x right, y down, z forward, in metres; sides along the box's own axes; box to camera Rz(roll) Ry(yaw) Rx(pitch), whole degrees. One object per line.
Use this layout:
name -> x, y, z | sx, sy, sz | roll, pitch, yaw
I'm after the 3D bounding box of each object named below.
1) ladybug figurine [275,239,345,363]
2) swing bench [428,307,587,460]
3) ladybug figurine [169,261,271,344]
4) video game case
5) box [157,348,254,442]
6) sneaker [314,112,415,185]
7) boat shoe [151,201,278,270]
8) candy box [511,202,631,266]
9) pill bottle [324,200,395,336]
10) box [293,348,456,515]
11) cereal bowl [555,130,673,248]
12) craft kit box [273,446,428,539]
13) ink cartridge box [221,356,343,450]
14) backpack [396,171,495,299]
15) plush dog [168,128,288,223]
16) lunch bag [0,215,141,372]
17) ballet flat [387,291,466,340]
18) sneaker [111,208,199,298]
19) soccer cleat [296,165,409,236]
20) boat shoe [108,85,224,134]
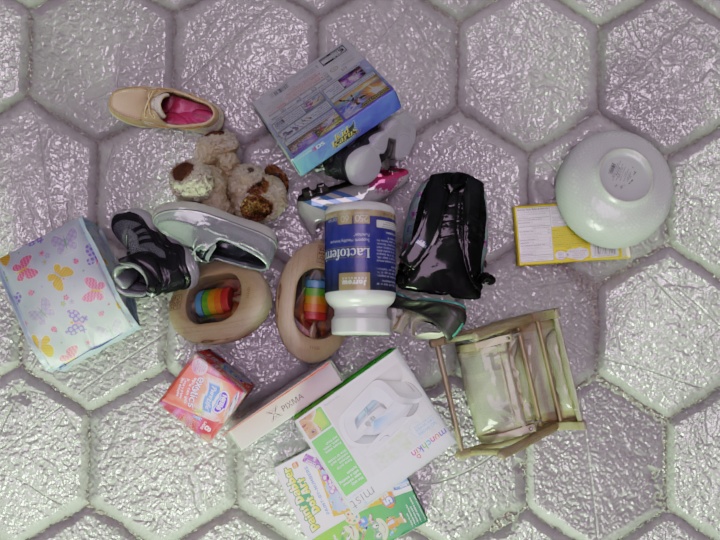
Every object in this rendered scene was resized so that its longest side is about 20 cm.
ladybug figurine -> -0.079, 0.050, 1.435 | 0.133, 0.072, 0.204 | 12, 81, -19
swing bench -> 0.242, 0.183, 1.414 | 0.197, 0.129, 0.203 | -11, 87, -33
ladybug figurine -> -0.223, 0.056, 1.406 | 0.197, 0.072, 0.138 | -5, 70, 28
video game case -> -0.058, -0.269, 1.420 | 0.198, 0.046, 0.182 | -34, 48, -2
box -> -0.236, 0.193, 1.367 | 0.102, 0.200, 0.095 | 37, 85, -1
sneaker -> 0.005, -0.209, 1.442 | 0.112, 0.200, 0.077 | 9, 127, 35
boat shoe -> -0.226, -0.048, 1.332 | 0.197, 0.070, 0.072 | 14, 52, -7
candy box -> 0.360, -0.065, 1.486 | 0.196, 0.026, 0.104 | -4, 84, -2
pill bottle -> 0.000, 0.000, 1.371 | 0.113, 0.116, 0.204 | -1, 82, -2
box -> 0.020, 0.253, 1.385 | 0.198, 0.097, 0.178 | -33, 88, -7
cereal bowl -> 0.429, -0.143, 1.446 | 0.196, 0.083, 0.204 | 0, 77, -2
craft kit box -> -0.016, 0.370, 1.448 | 0.195, 0.049, 0.202 | -27, 89, 0
ink cartridge box -> -0.120, 0.213, 1.383 | 0.198, 0.176, 0.045 | -34, 89, -3
backpack -> 0.135, -0.061, 1.430 | 0.164, 0.126, 0.204 | 8, 86, -13
plush dog -> -0.202, -0.122, 1.414 | 0.169, 0.201, 0.163 | 8, 121, 8
lunch bag -> -0.466, 0.044, 1.405 | 0.168, 0.127, 0.202 | -29, 78, -3
ballet flat -> 0.081, 0.070, 1.400 | 0.068, 0.198, 0.069 | 32, 76, -43
sneaker -> -0.353, -0.026, 1.367 | 0.199, 0.113, 0.076 | 35, 128, 26
soccer cleat -> -0.008, -0.116, 1.463 | 0.196, 0.070, 0.088 | -15, 106, -2
boat shoe -> -0.327, -0.274, 1.449 | 0.196, 0.069, 0.075 | 7, 87, -2
